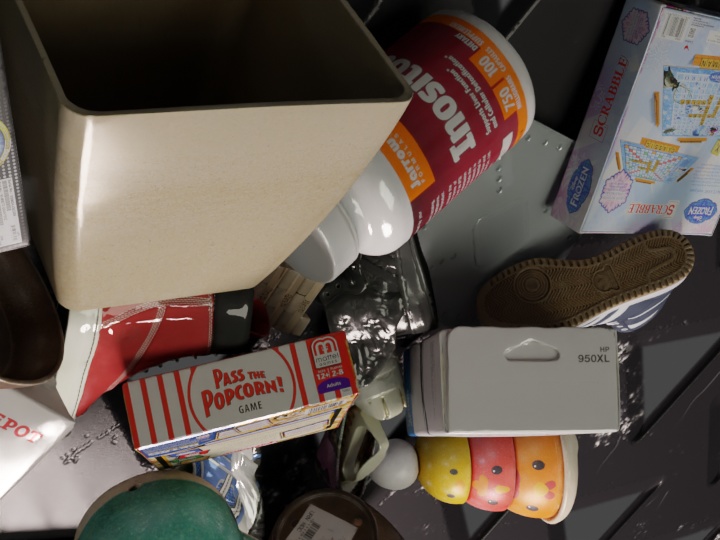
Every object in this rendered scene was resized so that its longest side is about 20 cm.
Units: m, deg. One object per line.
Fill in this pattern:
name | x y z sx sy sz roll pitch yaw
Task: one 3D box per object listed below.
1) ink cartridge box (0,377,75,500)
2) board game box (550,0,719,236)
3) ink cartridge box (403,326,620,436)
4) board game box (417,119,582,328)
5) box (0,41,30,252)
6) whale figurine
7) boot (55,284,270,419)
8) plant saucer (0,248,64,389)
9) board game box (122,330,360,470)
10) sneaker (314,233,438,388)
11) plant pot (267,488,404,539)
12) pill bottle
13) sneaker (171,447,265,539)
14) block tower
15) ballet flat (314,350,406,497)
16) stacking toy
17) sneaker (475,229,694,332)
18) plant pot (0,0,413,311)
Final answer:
ink cartridge box | -0.311 0.091 0.732 0.200 0.145 0.147 -43 138 3
board game box | 0.276 -0.130 1.040 0.199 0.041 0.201 0 116 -40
ink cartridge box | 0.120 0.097 0.997 0.143 0.085 0.200 -1 172 -6
board game box | 0.116 -0.039 1.034 0.199 0.026 0.201 17 113 -44
box | -0.222 -0.130 0.603 0.044 0.160 0.202 -16 132 -23
whale figurine | -0.142 0.256 0.909 0.158 0.104 0.202 -19 113 -13
boot | -0.143 0.055 0.823 0.143 0.073 0.200 3 154 -21
plant saucer | -0.247 -0.009 0.659 0.034 0.201 0.200 -38 139 7
board game box | -0.085 0.100 0.853 0.150 0.047 0.200 -13 168 -9
sneaker | 0.000 -0.001 0.943 0.103 0.060 0.202 -13 113 8
plant pot | -0.022 0.287 1.067 0.186 0.187 0.201 -28 143 -15
pill bottle | 0.021 -0.085 0.825 0.200 0.113 0.114 -42 141 -23
sneaker | -0.127 0.185 1.014 0.076 0.076 0.202 -13 121 -18
block tower | -0.113 -0.006 0.868 0.199 0.054 0.058 20 113 -45
ballet flat | 0.004 0.127 1.055 0.069 0.071 0.202 -15 132 -35
stacking toy | 0.103 0.187 1.162 0.198 0.147 0.147 -6 130 -11
sneaker | 0.201 0.026 1.081 0.198 0.071 0.109 -16 162 -1
plant pot | -0.119 -0.090 0.701 0.198 0.201 0.178 -8 138 -32
